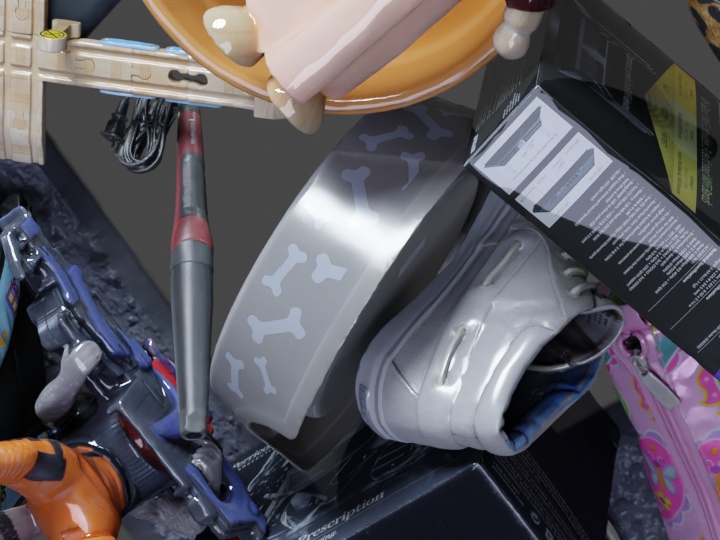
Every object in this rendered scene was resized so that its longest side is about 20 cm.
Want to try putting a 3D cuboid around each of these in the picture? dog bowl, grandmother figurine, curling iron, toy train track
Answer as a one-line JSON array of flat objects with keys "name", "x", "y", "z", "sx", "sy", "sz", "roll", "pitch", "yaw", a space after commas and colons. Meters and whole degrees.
[{"name": "dog bowl", "x": 0.000, "y": 0.000, "z": 1.258, "sx": 0.059, "sy": 0.200, "sz": 0.200, "roll": 32, "pitch": 116, "yaw": 10}, {"name": "grandmother figurine", "x": 0.034, "y": -0.139, "z": 1.105, "sx": 0.121, "sy": 0.061, "sz": 0.200, "roll": 41, "pitch": 117, "yaw": -19}, {"name": "curling iron", "x": -0.091, "y": -0.006, "z": 1.287, "sx": 0.050, "sy": 0.200, "sz": 0.026, "roll": -18, "pitch": 151, "yaw": 12}, {"name": "toy train track", "x": -0.127, "y": -0.096, "z": 1.277, "sx": 0.200, "sy": 0.033, "sz": 0.115, "roll": 8, "pitch": 113, "yaw": 9}]

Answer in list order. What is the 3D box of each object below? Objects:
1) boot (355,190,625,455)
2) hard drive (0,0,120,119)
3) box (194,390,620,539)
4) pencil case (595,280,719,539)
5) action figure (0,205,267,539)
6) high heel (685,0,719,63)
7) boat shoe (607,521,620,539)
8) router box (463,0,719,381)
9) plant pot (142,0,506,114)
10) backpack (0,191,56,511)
[{"name": "boot", "x": 0.090, "y": 0.014, "z": 1.236, "sx": 0.096, "sy": 0.200, "sz": 0.074, "roll": 12, "pitch": 142, "yaw": 40}, {"name": "hard drive", "x": -0.198, "y": -0.152, "z": 1.307, "sx": 0.140, "sy": 0.033, "sz": 0.200, "roll": 41, "pitch": 114, "yaw": -10}, {"name": "box", "x": 0.017, "y": 0.134, "z": 1.317, "sx": 0.200, "sy": 0.182, "sz": 0.104, "roll": -32, "pitch": 106, "yaw": 21}, {"name": "pencil case", "x": 0.176, "y": 0.085, "z": 1.320, "sx": 0.087, "sy": 0.087, "sz": 0.200, "roll": -17, "pitch": 111, "yaw": 17}, {"name": "action figure", "x": -0.149, "y": 0.079, "z": 1.258, "sx": 0.105, "sy": 0.193, "sz": 0.200, "roll": -30, "pitch": 94, "yaw": 37}, {"name": "high heel", "x": 0.169, "y": -0.150, "z": 1.181, "sx": 0.071, "sy": 0.143, "sz": 0.200, "roll": -3, "pitch": 114, "yaw": 11}, {"name": "boat shoe", "x": 0.111, "y": 0.216, "z": 1.403, "sx": 0.072, "sy": 0.068, "sz": 0.200, "roll": 3, "pitch": 113, "yaw": 10}, {"name": "router box", "x": 0.129, "y": -0.048, "z": 1.204, "sx": 0.157, "sy": 0.200, "sz": 0.052, "roll": 39, "pitch": 111, "yaw": -8}, {"name": "plant pot", "x": -0.001, "y": -0.189, "z": 1.196, "sx": 0.200, "sy": 0.140, "sz": 0.200, "roll": 4, "pitch": 115, "yaw": 9}, {"name": "backpack", "x": -0.238, "y": 0.074, "z": 1.322, "sx": 0.134, "sy": 0.200, "sz": 0.183, "roll": -1, "pitch": 118, "yaw": 14}]
